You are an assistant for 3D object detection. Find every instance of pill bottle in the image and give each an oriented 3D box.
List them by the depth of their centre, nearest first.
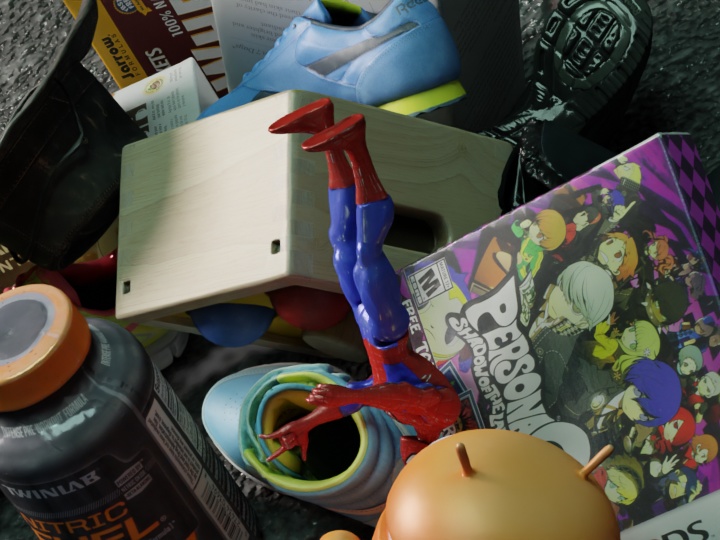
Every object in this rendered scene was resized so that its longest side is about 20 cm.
[{"bbox_3d":[-0.140,0.098,1.548,0.106,0.200,0.106,-18,40,16],"label":"pill bottle"}]

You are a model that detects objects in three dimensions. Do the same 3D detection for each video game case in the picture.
[{"bbox_3d":[0.118,0.059,1.425,0.181,0.036,0.200,-27,75,35],"label":"video game case"}]

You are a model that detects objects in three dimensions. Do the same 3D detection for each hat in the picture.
[{"bbox_3d":[-0.165,-0.060,1.646,0.201,0.081,0.201,-62,3,5],"label":"hat"}]

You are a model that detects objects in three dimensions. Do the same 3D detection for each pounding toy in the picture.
[{"bbox_3d":[0.000,0.000,1.583,0.184,0.200,0.142,-14,70,49],"label":"pounding toy"}]

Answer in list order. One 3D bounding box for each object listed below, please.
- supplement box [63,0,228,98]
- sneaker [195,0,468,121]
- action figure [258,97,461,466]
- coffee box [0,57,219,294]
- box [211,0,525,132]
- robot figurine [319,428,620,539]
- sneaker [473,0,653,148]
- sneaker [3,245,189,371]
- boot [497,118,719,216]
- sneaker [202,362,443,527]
[{"bbox_3d":[-0.086,-0.232,1.925,0.200,0.133,0.197,-22,40,11],"label":"supplement box"},{"bbox_3d":[-0.025,-0.112,1.624,0.200,0.079,0.066,-13,10,45],"label":"sneaker"},{"bbox_3d":[-0.014,0.028,1.418,0.099,0.200,0.065,-28,24,-14],"label":"action figure"},{"bbox_3d":[-0.164,-0.032,1.774,0.200,0.114,0.080,-23,39,9],"label":"coffee box"},{"bbox_3d":[0.005,-0.152,1.695,0.152,0.200,0.106,16,55,18],"label":"box"},{"bbox_3d":[0.056,0.158,1.369,0.144,0.200,0.117,27,35,15],"label":"robot figurine"},{"bbox_3d":[0.109,-0.071,1.677,0.076,0.091,0.200,40,95,16],"label":"sneaker"},{"bbox_3d":[-0.195,0.035,1.694,0.200,0.090,0.078,-25,51,-24],"label":"sneaker"},{"bbox_3d":[0.165,-0.047,1.542,0.168,0.076,0.200,24,60,1],"label":"boot"},{"bbox_3d":[-0.038,0.079,1.549,0.200,0.130,0.080,15,81,43],"label":"sneaker"}]
